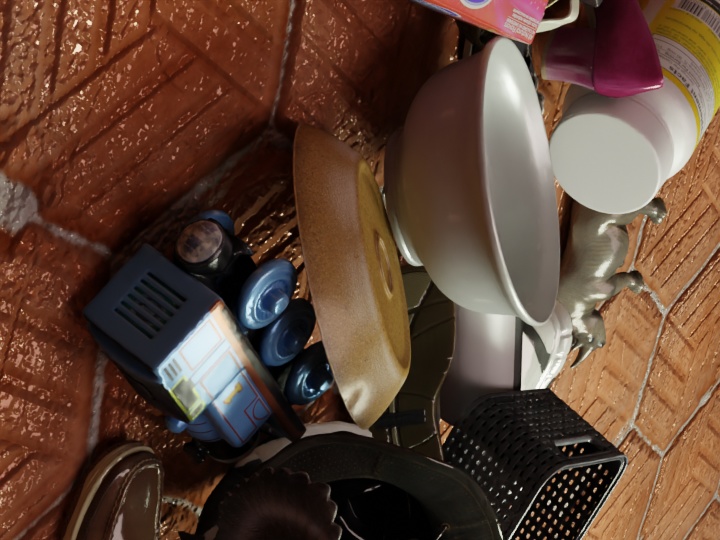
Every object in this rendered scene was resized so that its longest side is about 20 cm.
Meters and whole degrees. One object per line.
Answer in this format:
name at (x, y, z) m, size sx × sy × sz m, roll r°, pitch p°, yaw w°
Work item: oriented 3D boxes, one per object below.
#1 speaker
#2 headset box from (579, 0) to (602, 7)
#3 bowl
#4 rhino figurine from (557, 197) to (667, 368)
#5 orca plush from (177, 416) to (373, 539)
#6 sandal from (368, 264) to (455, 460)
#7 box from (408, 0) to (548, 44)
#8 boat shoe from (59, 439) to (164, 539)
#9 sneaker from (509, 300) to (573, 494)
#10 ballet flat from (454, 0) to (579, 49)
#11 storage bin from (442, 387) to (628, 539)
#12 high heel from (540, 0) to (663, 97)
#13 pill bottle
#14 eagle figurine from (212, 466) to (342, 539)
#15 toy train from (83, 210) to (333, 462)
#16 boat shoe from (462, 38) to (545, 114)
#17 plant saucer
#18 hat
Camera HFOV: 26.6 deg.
speaker at (0.092, 0.029, 1.222) m, size 0.081 × 0.081 × 0.201 m, roll -38°, pitch 140°, yaw -37°
headset box at (0.169, -0.305, 1.102) m, size 0.149 × 0.077 × 0.201 m, roll -53°, pitch 148°, yaw -19°
bowl at (0.073, -0.057, 1.060) m, size 0.201 × 0.089 × 0.203 m, roll -7°, pitch 90°, yaw -71°
rhino figurine at (0.218, 0.000, 1.410) m, size 0.087 × 0.060 × 0.202 m, roll -4°, pitch 118°, yaw -34°
orca plush at (-0.066, 0.176, 1.094) m, size 0.071 × 0.105 × 0.200 m, roll -43°, pitch -175°, yaw 43°
sandal at (0.035, 0.092, 1.182) m, size 0.055 × 0.081 × 0.202 m, roll -102°, pitch -172°, yaw -76°
box at (0.043, -0.217, 0.950) m, size 0.199 × 0.099 × 0.096 m, roll 8°, pitch 105°, yaw -59°
boat shoe at (-0.152, 0.212, 0.982) m, size 0.074 × 0.074 × 0.204 m, roll -10°, pitch 120°, yaw -54°
sneaker at (0.125, 0.119, 1.362) m, size 0.079 × 0.073 × 0.202 m, roll -3°, pitch 110°, yaw -40°
ballet flat at (0.149, -0.208, 1.039) m, size 0.071 × 0.199 × 0.071 m, roll 38°, pitch 41°, yaw -42°
storage bin at (0.111, 0.205, 1.243) m, size 0.135 × 0.094 × 0.201 m, roll 1°, pitch 123°, yaw -52°
high heel at (0.214, -0.215, 1.189) m, size 0.068 × 0.095 × 0.201 m, roll 78°, pitch 32°, yaw -45°
pill bottle at (0.233, -0.142, 1.248) m, size 0.200 × 0.113 × 0.115 m, roll -52°, pitch 149°, yaw -41°
eagle figurine at (-0.042, 0.230, 0.956) m, size 0.201 × 0.150 × 0.152 m, roll -57°, pitch 157°, yaw 0°
toy train at (-0.087, 0.049, 0.948) m, size 0.114 × 0.086 × 0.200 m, roll -46°, pitch 149°, yaw -14°
boat shoe at (0.122, -0.131, 1.168) m, size 0.073 × 0.062 × 0.201 m, roll -39°, pitch 141°, yaw -35°
plant saucer at (0.000, 0.000, 0.983) m, size 0.200 × 0.035 × 0.202 m, roll -12°, pitch 90°, yaw -81°
hat at (0.002, 0.162, 1.016) m, size 0.081 × 0.198 × 0.202 m, roll -90°, pitch 179°, yaw -53°
